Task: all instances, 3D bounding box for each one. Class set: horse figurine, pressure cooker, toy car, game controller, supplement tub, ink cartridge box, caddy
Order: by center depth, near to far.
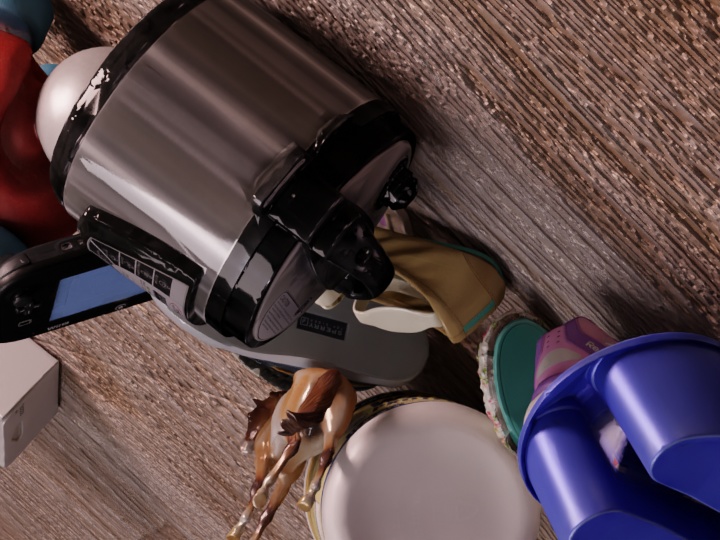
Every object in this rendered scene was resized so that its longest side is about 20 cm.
[{"bbox_3d":[0.182,0.114,1.417,0.200,0.141,0.105,30,-155,-35],"label":"caddy"},{"bbox_3d":[-0.062,-0.054,1.511,0.200,0.176,0.179,38,128,10],"label":"pressure cooker"},{"bbox_3d":[-0.045,0.114,1.678,0.050,0.133,0.200,25,150,-7],"label":"horse figurine"},{"bbox_3d":[-0.186,-0.089,1.712,0.200,0.184,0.177,1,140,23],"label":"toy car"},{"bbox_3d":[-0.159,-0.001,1.714,0.042,0.200,0.104,61,155,28],"label":"game controller"},{"bbox_3d":[0.037,0.155,1.724,0.144,0.144,0.200,45,176,-5],"label":"supplement tub"},{"bbox_3d":[-0.387,0.079,2.423,0.200,0.084,0.145,39,158,10],"label":"ink cartridge box"}]

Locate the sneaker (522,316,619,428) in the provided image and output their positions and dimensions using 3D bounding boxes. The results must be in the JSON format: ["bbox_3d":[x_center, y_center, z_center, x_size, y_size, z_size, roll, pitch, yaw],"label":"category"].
[{"bbox_3d":[0.170,0.092,1.529,0.080,0.088,0.200,-33,133,25],"label":"sneaker"}]

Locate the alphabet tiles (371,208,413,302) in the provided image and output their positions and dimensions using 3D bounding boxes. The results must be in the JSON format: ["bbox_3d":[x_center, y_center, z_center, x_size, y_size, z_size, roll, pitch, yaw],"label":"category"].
[{"bbox_3d":[-0.040,-0.045,1.701,0.196,0.015,0.200,31,156,27],"label":"alphabet tiles"}]

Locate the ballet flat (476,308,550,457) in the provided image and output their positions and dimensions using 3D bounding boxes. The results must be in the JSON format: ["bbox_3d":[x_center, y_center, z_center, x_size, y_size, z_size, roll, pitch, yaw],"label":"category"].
[{"bbox_3d":[0.123,0.104,1.627,0.200,0.076,0.064,56,162,-25],"label":"ballet flat"}]

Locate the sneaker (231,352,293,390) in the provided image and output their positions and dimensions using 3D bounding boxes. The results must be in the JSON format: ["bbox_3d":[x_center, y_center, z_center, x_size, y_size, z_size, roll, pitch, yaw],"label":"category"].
[{"bbox_3d":[-0.092,0.018,1.852,0.200,0.077,0.089,44,172,11],"label":"sneaker"}]

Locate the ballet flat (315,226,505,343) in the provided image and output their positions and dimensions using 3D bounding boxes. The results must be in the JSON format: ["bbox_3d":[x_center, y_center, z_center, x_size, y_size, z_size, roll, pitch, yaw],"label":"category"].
[{"bbox_3d":[0.000,0.000,1.626,0.200,0.063,0.069,15,150,40],"label":"ballet flat"}]

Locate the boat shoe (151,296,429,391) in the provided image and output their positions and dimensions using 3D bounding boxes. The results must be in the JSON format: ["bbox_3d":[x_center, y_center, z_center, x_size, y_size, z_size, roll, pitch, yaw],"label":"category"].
[{"bbox_3d":[-0.059,0.039,1.720,0.200,0.071,0.091,20,163,-15],"label":"boat shoe"}]
